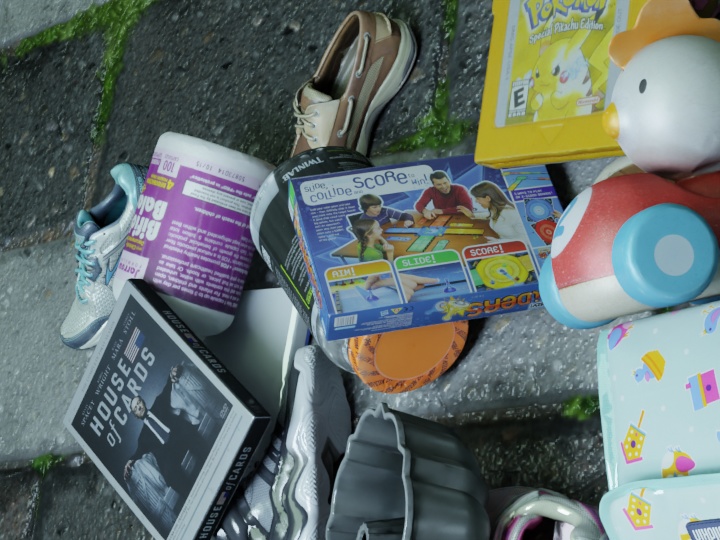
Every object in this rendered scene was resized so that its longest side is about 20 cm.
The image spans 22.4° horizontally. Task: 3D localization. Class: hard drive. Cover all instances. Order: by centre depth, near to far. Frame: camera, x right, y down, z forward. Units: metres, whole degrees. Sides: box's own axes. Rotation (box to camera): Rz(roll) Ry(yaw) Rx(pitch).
[{"bbox_3d":[-0.105,0.116,1.589,0.132,0.025,0.200,-5,70,46],"label":"hard drive"}]

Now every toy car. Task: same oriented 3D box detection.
[{"bbox_3d":[0.195,-0.076,1.166,0.184,0.177,0.200,146,112,-77],"label":"toy car"}]

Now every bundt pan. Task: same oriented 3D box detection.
[{"bbox_3d":[0.035,0.198,1.275,0.202,0.076,0.202,-171,90,-75],"label":"bundt pan"}]

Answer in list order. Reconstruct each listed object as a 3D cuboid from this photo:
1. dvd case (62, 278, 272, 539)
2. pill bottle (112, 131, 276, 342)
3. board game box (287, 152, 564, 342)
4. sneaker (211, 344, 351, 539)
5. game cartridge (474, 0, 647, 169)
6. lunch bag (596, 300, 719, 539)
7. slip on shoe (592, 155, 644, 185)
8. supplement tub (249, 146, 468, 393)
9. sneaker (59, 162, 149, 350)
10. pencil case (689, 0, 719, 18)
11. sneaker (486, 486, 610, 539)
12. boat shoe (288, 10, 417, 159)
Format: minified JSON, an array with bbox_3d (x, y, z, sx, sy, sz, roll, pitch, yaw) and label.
[{"bbox_3d":[-0.163,0.122,1.487,0.200,0.025,0.151,42,115,38],"label":"dvd case"},{"bbox_3d":[-0.152,-0.011,1.586,0.112,0.112,0.200,15,87,49],"label":"pill bottle"},{"bbox_3d":[0.056,-0.024,1.362,0.034,0.200,0.136,96,162,-51],"label":"board game box"},{"bbox_3d":[-0.073,0.161,1.477,0.114,0.075,0.200,-8,70,26],"label":"sneaker"},{"bbox_3d":[0.158,-0.178,1.324,0.176,0.032,0.200,-3,79,53],"label":"game cartridge"},{"bbox_3d":[0.243,0.123,1.138,0.170,0.122,0.200,-15,67,45],"label":"lunch bag"},{"bbox_3d":[0.247,-0.081,1.274,0.200,0.076,0.061,-34,11,43],"label":"slip on shoe"},{"bbox_3d":[0.000,0.000,1.453,0.123,0.122,0.200,-52,43,17],"label":"supplement tub"},{"bbox_3d":[-0.250,-0.019,1.759,0.078,0.086,0.200,38,102,49],"label":"sneaker"},{"bbox_3d":[0.273,-0.272,1.309,0.200,0.083,0.087,-54,18,16],"label":"pencil case"},{"bbox_3d":[0.121,0.186,1.262,0.200,0.088,0.082,-2,72,52],"label":"sneaker"},{"bbox_3d":[-0.028,-0.137,1.582,0.076,0.072,0.200,32,97,49],"label":"boat shoe"}]
